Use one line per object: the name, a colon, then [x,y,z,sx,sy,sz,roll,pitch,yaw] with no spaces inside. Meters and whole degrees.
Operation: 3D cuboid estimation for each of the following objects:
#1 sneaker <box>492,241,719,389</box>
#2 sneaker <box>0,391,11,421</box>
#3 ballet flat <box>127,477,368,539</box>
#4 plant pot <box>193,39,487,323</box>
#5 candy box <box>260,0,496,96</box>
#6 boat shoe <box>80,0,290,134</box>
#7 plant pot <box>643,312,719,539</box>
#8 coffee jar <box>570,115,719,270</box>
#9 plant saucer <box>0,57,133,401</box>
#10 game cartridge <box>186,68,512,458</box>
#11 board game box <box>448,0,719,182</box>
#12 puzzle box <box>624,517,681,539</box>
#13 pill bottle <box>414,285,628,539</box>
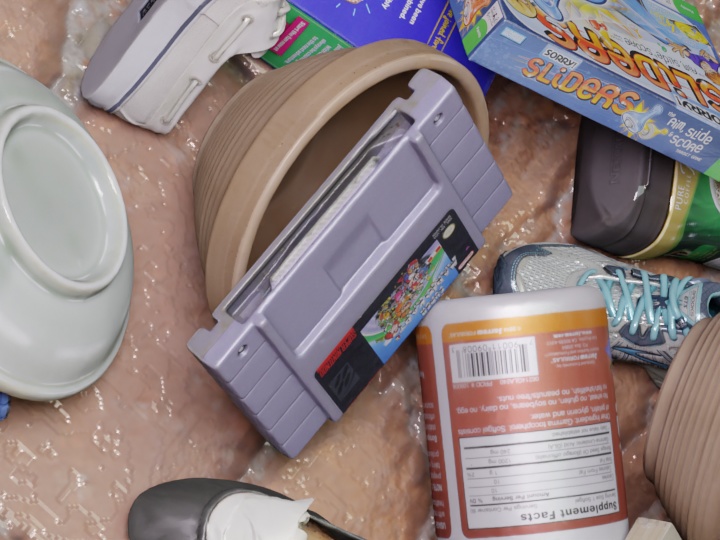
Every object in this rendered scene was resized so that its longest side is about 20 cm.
sneaker: [0.176,0.022,1.679,0.200,0.086,0.078,18,67,-22]
sneaker: [-0.265,0.007,1.469,0.085,0.077,0.200,-30,89,-26]
ballet flat: [-0.030,0.158,1.544,0.200,0.068,0.068,20,68,-20]
plant pot: [-0.028,-0.050,1.559,0.093,0.201,0.201,34,54,30]
candy box: [0.002,-0.192,1.661,0.200,0.077,0.169,33,62,-14]
boat shoe: [-0.074,-0.151,1.553,0.070,0.200,0.071,30,29,-23]
plant pot: [0.223,0.090,1.600,0.093,0.201,0.201,19,61,19]
coffee jar: [0.226,-0.047,1.725,0.200,0.085,0.105,13,74,-24]
plant saucer: [-0.177,-0.032,1.487,0.200,0.050,0.201,36,43,-42]
game cartridge: [0.000,0.000,1.512,0.200,0.038,0.130,-50,144,-9]
board game box: [0.133,-0.139,1.618,0.200,0.034,0.136,23,34,-33]
puzzle box: [0.175,0.255,1.589,0.133,0.025,0.200,-56,133,-29]
pill bottle: [0.095,0.112,1.588,0.112,0.112,0.201,-5,89,-28]
